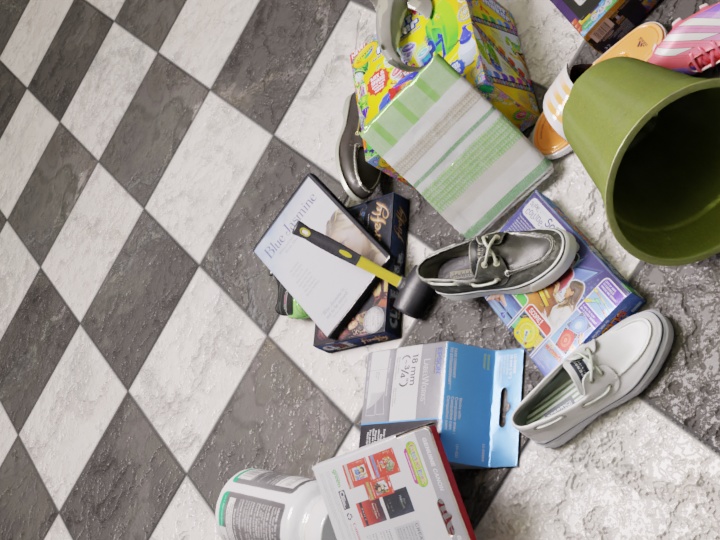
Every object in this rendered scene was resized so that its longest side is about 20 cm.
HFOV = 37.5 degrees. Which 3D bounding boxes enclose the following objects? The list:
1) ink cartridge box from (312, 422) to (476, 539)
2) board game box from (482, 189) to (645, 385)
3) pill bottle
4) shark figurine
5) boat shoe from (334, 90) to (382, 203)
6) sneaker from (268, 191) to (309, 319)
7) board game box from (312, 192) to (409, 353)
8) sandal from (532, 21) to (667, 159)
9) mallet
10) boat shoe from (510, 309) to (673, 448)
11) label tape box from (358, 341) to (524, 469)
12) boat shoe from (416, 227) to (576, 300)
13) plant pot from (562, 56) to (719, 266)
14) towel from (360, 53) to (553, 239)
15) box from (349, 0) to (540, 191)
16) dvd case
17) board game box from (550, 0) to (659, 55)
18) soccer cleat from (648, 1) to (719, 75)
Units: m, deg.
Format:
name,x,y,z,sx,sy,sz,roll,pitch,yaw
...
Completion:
name,x,y,z,sx,sy,sz,roll,pitch,yaw
ink cartridge box,0.063,0.281,1.174,0.175,0.084,0.201,-26,78,35
board game box,0.218,0.017,1.222,0.135,0.034,0.200,-49,44,17
pill bottle,-0.082,0.317,1.337,0.200,0.113,0.113,-1,72,46
shark figurine,0.034,-0.333,1.360,0.128,0.089,0.215,-14,57,44
boat shoe,0.010,-0.186,1.497,0.060,0.072,0.202,-27,45,34
sneaker,-0.098,-0.025,1.542,0.084,0.077,0.201,-16,60,36
board game box,0.001,0.005,1.455,0.135,0.035,0.201,-16,61,41
sandal,0.270,-0.226,1.263,0.207,0.059,0.079,-46,45,21
mallet,0.000,0.000,1.362,0.041,0.199,0.066,-126,57,-87
boat shoe,0.244,0.116,1.125,0.200,0.067,0.074,-50,44,17
label tape box,0.092,0.162,1.265,0.200,0.063,0.145,-13,64,43
boat shoe,0.153,-0.008,1.226,0.200,0.064,0.071,-18,59,40
plant pot,0.306,-0.137,1.112,0.200,0.200,0.190,-52,30,15
towel,0.118,-0.149,1.298,0.149,0.200,0.031,-42,9,27
box,0.106,-0.243,1.397,0.200,0.122,0.193,-32,50,32
dvd case,-0.054,-0.023,1.454,0.143,0.018,0.200,-53,55,14
board game box,0.318,-0.388,1.294,0.200,0.057,0.166,-46,43,21
soccer cleat,0.401,-0.255,1.142,0.200,0.067,0.077,-34,55,27
